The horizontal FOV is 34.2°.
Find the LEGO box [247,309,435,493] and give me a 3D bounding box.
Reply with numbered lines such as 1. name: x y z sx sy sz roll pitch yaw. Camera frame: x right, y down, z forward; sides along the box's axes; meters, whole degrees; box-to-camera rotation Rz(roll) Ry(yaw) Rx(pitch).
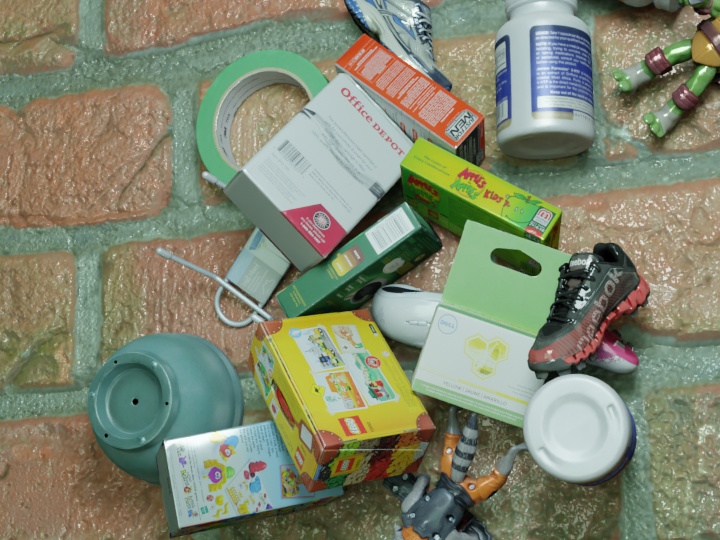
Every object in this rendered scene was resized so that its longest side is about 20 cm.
1. LEGO box: -0.026 0.146 1.366 0.201 0.147 0.078 59 143 39

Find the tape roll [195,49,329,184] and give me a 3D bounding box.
1. tape roll: -0.121 -0.192 1.563 0.198 0.048 0.203 -3 78 17

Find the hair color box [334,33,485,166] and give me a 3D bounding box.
1. hair color box: 0.063 -0.201 1.473 0.199 0.102 0.061 39 75 20

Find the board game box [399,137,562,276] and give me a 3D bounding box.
1. board game box: 0.145 -0.075 1.419 0.199 0.102 0.048 29 69 19

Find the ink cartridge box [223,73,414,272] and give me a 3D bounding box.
1. ink cartridge box: -0.046 -0.121 1.440 0.145 0.083 0.200 46 62 -5

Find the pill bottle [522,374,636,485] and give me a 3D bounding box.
1. pill bottle: 0.246 0.180 1.287 0.111 0.200 0.114 -4 77 16

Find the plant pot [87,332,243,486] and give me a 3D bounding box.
1. plant pot: -0.264 0.170 1.487 0.198 0.134 0.203 -4 77 16

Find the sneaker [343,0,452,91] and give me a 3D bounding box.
1. sneaker: 0.063 -0.310 1.516 0.085 0.077 0.201 -39 71 2

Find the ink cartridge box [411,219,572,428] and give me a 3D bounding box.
1. ink cartridge box: 0.155 0.062 1.339 0.144 0.048 0.202 18 100 3

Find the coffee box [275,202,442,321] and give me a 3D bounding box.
1. coffee box: 0.000 0.000 1.445 0.199 0.123 0.044 -36 72 9

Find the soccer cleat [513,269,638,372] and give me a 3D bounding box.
1. soccer cleat: 0.234 0.079 1.390 0.199 0.070 0.087 35 102 25

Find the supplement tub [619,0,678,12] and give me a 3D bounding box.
1. supplement tub: 0.314 -0.409 1.419 0.199 0.145 0.146 29 88 20

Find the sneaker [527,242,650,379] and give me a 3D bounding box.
1. sneaker: 0.240 0.038 1.285 0.070 0.200 0.099 -1 121 51

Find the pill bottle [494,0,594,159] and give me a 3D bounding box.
1. pill bottle: 0.223 -0.248 1.427 0.118 0.120 0.203 -3 78 17

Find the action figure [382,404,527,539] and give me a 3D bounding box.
1. action figure: 0.084 0.250 1.377 0.199 0.105 0.195 29 88 24

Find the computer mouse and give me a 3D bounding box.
1. computer mouse: 0.089 0.064 1.417 0.198 0.044 0.111 6 104 33

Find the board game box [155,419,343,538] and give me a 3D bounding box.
1. board game box: -0.135 0.244 1.399 0.197 0.103 0.106 -8 73 -18

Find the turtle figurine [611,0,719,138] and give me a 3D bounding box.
1. turtle figurine: 0.392 -0.247 1.347 0.193 0.144 0.201 -39 26 25

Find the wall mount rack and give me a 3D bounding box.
1. wall mount rack: -0.153 -0.028 1.502 0.173 0.075 0.201 35 100 6
